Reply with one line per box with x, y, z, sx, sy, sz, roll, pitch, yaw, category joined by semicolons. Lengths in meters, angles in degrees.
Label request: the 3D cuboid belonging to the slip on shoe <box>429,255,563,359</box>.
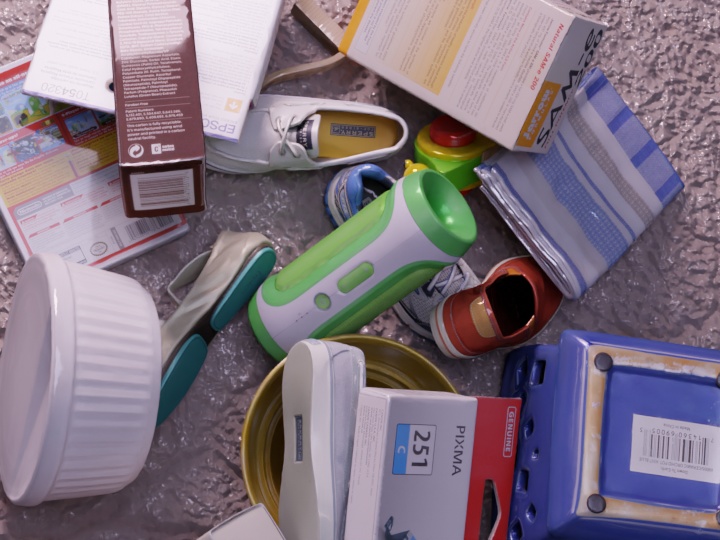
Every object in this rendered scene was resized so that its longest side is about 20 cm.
0.131;0.028;1.651;0.200;0.061;0.074;-20;89;-57;slip on shoe

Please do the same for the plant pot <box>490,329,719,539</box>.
0.228;0.158;1.619;0.199;0.180;0.201;9;73;-9;plant pot

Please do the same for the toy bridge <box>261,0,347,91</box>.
-0.034;-0.219;1.743;0.067;0.027;0.200;45;73;1;toy bridge

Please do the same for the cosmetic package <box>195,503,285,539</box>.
-0.147;0.275;1.500;0.200;0.103;0.088;-35;83;21;cosmetic package

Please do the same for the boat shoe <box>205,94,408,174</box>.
-0.054;-0.119;1.684;0.199;0.070;0.071;1;92;-13;boat shoe

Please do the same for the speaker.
0.000;0.000;1.609;0.200;0.088;0.089;-36;83;26;speaker

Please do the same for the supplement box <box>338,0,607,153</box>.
0.095;-0.201;1.666;0.200;0.073;0.127;33;106;26;supplement box

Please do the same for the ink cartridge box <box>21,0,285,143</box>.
-0.174;-0.209;1.678;0.195;0.043;0.201;14;67;3;ink cartridge box

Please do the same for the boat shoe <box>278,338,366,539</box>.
-0.020;0.156;1.536;0.071;0.070;0.202;2;86;-30;boat shoe

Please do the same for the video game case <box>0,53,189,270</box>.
-0.254;-0.094;1.671;0.142;0.017;0.201;-25;82;-16;video game case

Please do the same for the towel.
0.200;-0.080;1.718;0.147;0.024;0.200;53;53;-5;towel

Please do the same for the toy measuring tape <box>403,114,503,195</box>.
0.109;-0.117;1.735;0.199;0.074;0.074;-27;82;-33;toy measuring tape

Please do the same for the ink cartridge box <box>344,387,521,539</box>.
0.068;0.199;1.544;0.175;0.045;0.201;5;91;-38;ink cartridge box

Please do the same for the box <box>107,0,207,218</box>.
-0.167;-0.154;1.578;0.074;0.100;0.201;-6;68;-6;box

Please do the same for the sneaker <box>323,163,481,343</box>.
0.047;-0.013;1.675;0.200;0.085;0.077;45;72;0;sneaker

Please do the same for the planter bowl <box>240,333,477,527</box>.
-0.007;0.159;1.619;0.199;0.083;0.202;2;77;-10;planter bowl

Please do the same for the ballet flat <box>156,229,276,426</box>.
-0.148;0.045;1.639;0.069;0.069;0.200;36;70;0;ballet flat

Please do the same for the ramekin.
-0.225;0.090;1.542;0.094;0.202;0.204;7;74;-21;ramekin
